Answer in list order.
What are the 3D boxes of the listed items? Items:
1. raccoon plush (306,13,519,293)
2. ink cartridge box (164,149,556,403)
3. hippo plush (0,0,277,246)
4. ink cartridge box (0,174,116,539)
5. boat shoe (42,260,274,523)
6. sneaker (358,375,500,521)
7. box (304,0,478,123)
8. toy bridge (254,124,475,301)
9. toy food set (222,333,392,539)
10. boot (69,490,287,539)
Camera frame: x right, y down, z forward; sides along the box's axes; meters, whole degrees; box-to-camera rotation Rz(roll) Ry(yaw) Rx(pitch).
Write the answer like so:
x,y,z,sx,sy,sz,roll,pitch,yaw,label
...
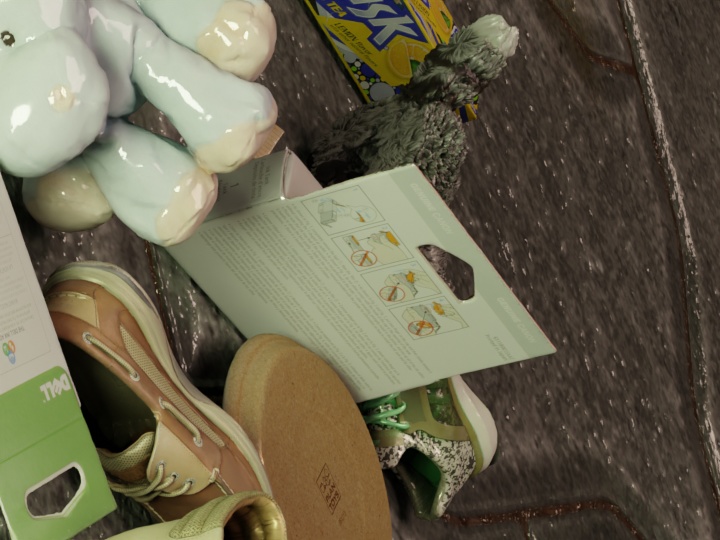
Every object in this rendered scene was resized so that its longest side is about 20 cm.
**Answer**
x,y,z,sx,sy,sz,roll,pitch,yaw,label
0.058,-0.056,1.833,0.134,0.200,0.097,55,-3,-37,raccoon plush
0.000,0.000,1.646,0.200,0.173,0.044,50,33,-43,ink cartridge box
-0.138,-0.118,1.414,0.161,0.159,0.201,25,53,-69,hippo plush
-0.194,0.041,1.319,0.104,0.059,0.201,-29,101,-67,ink cartridge box
-0.116,0.091,1.459,0.200,0.076,0.072,55,31,-18,boat shoe
0.024,0.085,1.788,0.200,0.077,0.089,54,41,-30,sneaker
0.012,-0.187,1.938,0.200,0.070,0.064,56,26,-35,box
-0.002,-0.009,1.730,0.200,0.027,0.067,39,56,-9,toy bridge
-0.038,0.137,1.626,0.198,0.048,0.200,58,27,-33,toy food set
-0.120,0.180,1.267,0.073,0.155,0.200,64,26,-20,boot
